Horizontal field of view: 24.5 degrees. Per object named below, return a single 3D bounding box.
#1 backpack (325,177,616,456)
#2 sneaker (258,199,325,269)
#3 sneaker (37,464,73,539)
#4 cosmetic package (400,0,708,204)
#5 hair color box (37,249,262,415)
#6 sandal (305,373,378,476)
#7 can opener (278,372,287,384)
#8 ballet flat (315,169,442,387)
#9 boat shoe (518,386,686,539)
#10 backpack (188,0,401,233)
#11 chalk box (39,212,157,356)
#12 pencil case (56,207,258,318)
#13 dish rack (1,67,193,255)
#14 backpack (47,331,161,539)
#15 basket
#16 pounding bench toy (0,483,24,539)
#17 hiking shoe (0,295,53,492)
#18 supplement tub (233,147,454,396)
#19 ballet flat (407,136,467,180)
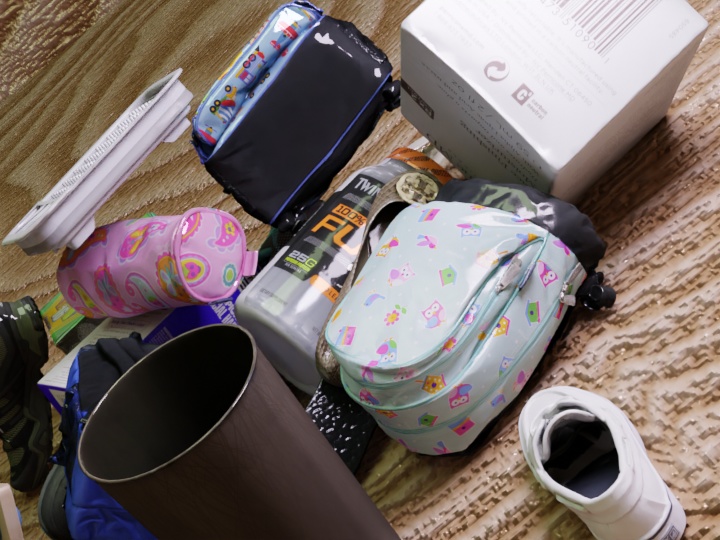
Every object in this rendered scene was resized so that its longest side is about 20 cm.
[{"bbox_3d":[0.067,0.031,1.199,0.166,0.127,0.201,9,57,49],"label":"backpack"},{"bbox_3d":[-0.069,-0.020,1.551,0.091,0.078,0.200,-39,8,-9],"label":"sneaker"},{"bbox_3d":[-0.202,0.165,1.452,0.200,0.073,0.082,-43,17,-5],"label":"sneaker"},{"bbox_3d":[0.141,-0.155,1.285,0.165,0.165,0.200,-44,-11,-9],"label":"cosmetic package"},{"bbox_3d":[-0.180,0.060,1.476,0.200,0.065,0.109,-46,24,-24],"label":"hair color box"},{"bbox_3d":[-0.002,0.093,1.285,0.201,0.075,0.048,-54,-6,-23],"label":"sandal"},{"bbox_3d":[-0.107,0.081,1.489,0.066,0.053,0.200,-37,23,-4],"label":"can opener"},{"bbox_3d":[0.018,-0.001,1.281,0.046,0.067,0.201,105,-168,-62],"label":"ballet flat"},{"bbox_3d":[0.139,0.109,1.029,0.073,0.065,0.200,-41,22,-2],"label":"boat shoe"},{"bbox_3d":[-0.059,-0.137,1.459,0.183,0.134,0.200,-50,5,3],"label":"backpack"},{"bbox_3d":[-0.198,0.031,1.635,0.200,0.125,0.124,-41,22,-5],"label":"chalk box"},{"bbox_3d":[-0.176,-0.004,1.413,0.199,0.088,0.088,-8,38,48],"label":"pencil case"},{"bbox_3d":[-0.221,-0.084,1.428,0.200,0.044,0.171,-50,13,-14],"label":"dish rack"},{"bbox_3d":[-0.167,0.145,1.304,0.200,0.161,0.169,-122,45,-64],"label":"backpack"},{"bbox_3d":[-0.069,0.154,1.098,0.136,0.200,0.180,-47,24,-18],"label":"basket"},{"bbox_3d":[-0.355,0.297,1.412,0.155,0.202,0.124,-17,6,-42],"label":"pounding bench toy"},{"bbox_3d":[-0.356,0.124,1.625,0.100,0.202,0.076,-5,16,-15],"label":"hiking shoe"},{"bbox_3d":[0.000,0.000,1.377,0.200,0.123,0.122,-48,24,-17],"label":"supplement tub"},{"bbox_3d":[0.043,-0.066,1.503,0.070,0.065,0.201,-15,34,50],"label":"ballet flat"}]
